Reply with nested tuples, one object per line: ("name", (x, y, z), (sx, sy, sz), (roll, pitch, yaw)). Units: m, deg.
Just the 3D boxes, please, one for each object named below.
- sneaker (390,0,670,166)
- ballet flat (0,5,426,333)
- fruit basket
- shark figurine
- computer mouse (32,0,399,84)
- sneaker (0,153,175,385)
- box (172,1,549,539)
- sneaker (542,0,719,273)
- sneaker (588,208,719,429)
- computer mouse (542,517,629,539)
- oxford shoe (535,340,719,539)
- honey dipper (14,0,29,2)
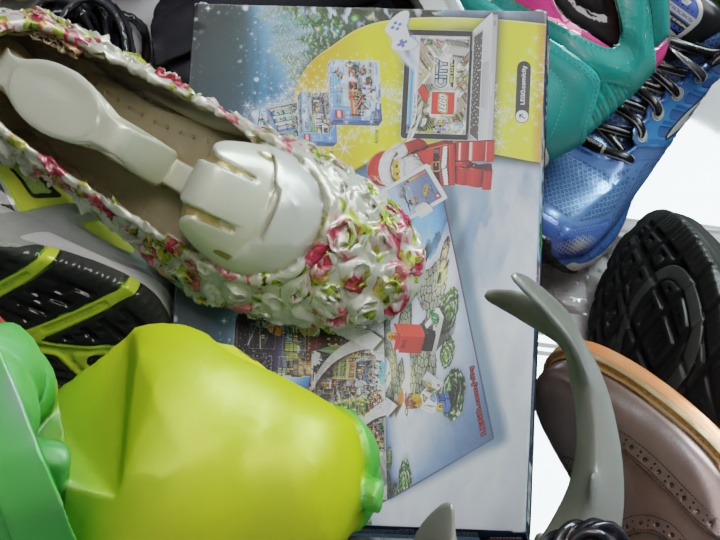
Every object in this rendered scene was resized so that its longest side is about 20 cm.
("sneaker", (0.063, -0.149, 1.196), (0.121, 0.084, 0.200), (-29, 88, -5))
("ballet flat", (-0.071, -0.036, 1.090), (0.200, 0.064, 0.076), (26, 88, 10))
("fruit basket", (-0.103, 0.056, 1.014), (0.216, 0.216, 0.156), (-14, 66, -27))
("shark figurine", (0.050, 0.113, 1.036), (0.128, 0.215, 0.090), (33, 18, 9))
("computer mouse", (-0.023, -0.086, 1.233), (0.200, 0.053, 0.139), (-17, 65, -28))
("sneaker", (-0.164, -0.018, 1.140), (0.200, 0.075, 0.076), (24, 33, -7))
("box", (0.000, 0.000, 1.127), (0.137, 0.038, 0.200), (2, 79, 7))
("sneaker", (0.109, -0.084, 1.256), (0.079, 0.089, 0.200), (32, 55, -2))
("sneaker", (0.160, 0.061, 1.202), (0.091, 0.076, 0.200), (14, 41, -44))
("computer mouse", (0.145, 0.125, 1.048), (0.200, 0.044, 0.110), (-11, 100, -25))
("oxford shoe", (0.116, 0.115, 1.104), (0.073, 0.071, 0.200), (-26, 71, -27))
("honey dipper", (-0.189, -0.104, 1.160), (0.038, 0.038, 0.200), (49, 36, 13))
